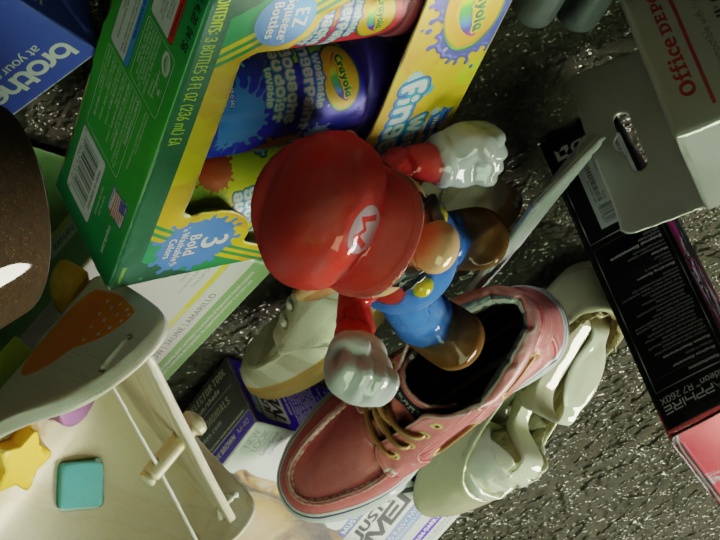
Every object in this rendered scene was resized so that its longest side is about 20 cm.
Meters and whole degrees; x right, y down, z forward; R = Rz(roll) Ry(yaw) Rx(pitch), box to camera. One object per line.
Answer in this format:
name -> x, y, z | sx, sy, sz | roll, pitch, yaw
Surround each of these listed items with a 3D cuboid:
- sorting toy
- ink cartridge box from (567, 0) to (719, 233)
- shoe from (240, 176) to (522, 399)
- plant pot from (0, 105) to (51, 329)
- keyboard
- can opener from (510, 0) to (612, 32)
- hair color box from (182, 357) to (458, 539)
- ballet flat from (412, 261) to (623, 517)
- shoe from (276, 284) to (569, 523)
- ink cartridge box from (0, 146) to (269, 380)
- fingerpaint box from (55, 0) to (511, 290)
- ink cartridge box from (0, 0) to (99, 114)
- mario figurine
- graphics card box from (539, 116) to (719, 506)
sorting toy -> -0.166, 0.108, 0.949 | 0.180, 0.107, 0.200 | -43, 149, -17
ink cartridge box -> 0.197, -0.111, 0.919 | 0.199, 0.118, 0.067 | -23, 143, 10
shoe -> 0.000, 0.000, 1.053 | 0.200, 0.070, 0.053 | -38, 111, 23
plant pot -> -0.237, -0.012, 0.780 | 0.199, 0.188, 0.187 | -11, 147, -32
keyboard -> 0.084, -0.018, 1.017 | 0.056, 0.011, 0.200 | -51, 176, -21
can opener -> 0.130, -0.177, 0.857 | 0.052, 0.067, 0.200 | 4, 145, -27
hair color box -> -0.031, 0.135, 1.199 | 0.199, 0.065, 0.109 | 21, 118, -38
ballet flat -> 0.099, 0.086, 1.146 | 0.069, 0.070, 0.201 | 16, 114, -36
shoe -> 0.024, 0.073, 1.057 | 0.200, 0.072, 0.091 | -36, 166, 12
ink cartridge box -> -0.166, 0.001, 1.000 | 0.199, 0.048, 0.146 | 13, 137, -38
fingerpaint box -> -0.033, -0.090, 0.866 | 0.166, 0.074, 0.200 | -12, 148, -32
ink cartridge box -> -0.225, -0.082, 0.864 | 0.199, 0.044, 0.094 | -32, 143, 22
mario figurine -> 0.028, -0.004, 0.868 | 0.105, 0.124, 0.200 | -26, 162, 15
graphics card box -> 0.168, 0.023, 1.020 | 0.051, 0.201, 0.125 | -29, 142, 11
